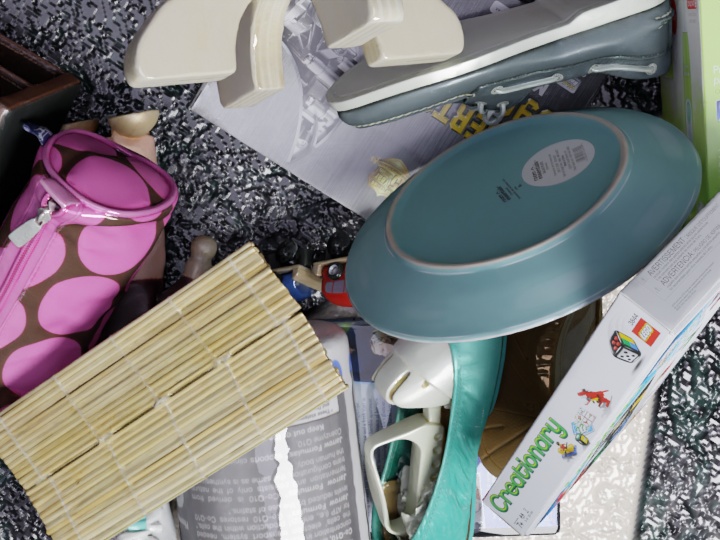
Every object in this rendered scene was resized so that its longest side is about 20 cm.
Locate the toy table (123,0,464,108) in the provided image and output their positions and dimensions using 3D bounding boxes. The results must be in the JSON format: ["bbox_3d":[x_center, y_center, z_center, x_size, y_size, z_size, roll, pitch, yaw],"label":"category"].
[{"bbox_3d":[-0.035,-0.158,0.825,0.200,0.184,0.117,-10,87,-17],"label":"toy table"}]

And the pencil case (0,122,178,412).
[{"bbox_3d":[-0.185,0.015,0.932,0.091,0.094,0.200,33,118,4],"label":"pencil case"}]

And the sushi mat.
[{"bbox_3d":[-0.111,0.075,0.902,0.200,0.012,0.096,-33,85,14],"label":"sushi mat"}]

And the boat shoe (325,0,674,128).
[{"bbox_3d":[0.082,-0.109,0.912,0.200,0.073,0.062,-19,117,-3],"label":"boat shoe"}]

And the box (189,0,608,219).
[{"bbox_3d":[0.023,-0.112,0.968,0.200,0.048,0.158,32,98,-9],"label":"box"}]

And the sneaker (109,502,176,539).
[{"bbox_3d":[-0.134,0.163,0.945,0.075,0.200,0.089,6,106,-17],"label":"sneaker"}]

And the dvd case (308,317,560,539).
[{"bbox_3d":[0.025,0.099,1.027,0.200,0.018,0.143,-2,100,1],"label":"dvd case"}]

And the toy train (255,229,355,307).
[{"bbox_3d":[0.000,0.000,0.956,0.200,0.034,0.046,-9,68,37],"label":"toy train"}]

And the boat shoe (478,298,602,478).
[{"bbox_3d":[0.109,0.026,0.972,0.074,0.069,0.200,16,109,32],"label":"boat shoe"}]

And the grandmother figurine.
[{"bbox_3d":[-0.148,0.007,0.997,0.121,0.061,0.200,-8,97,15],"label":"grandmother figurine"}]

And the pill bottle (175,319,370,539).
[{"bbox_3d":[-0.053,0.137,0.967,0.114,0.114,0.200,-6,98,2],"label":"pill bottle"}]

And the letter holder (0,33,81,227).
[{"bbox_3d":[-0.278,-0.052,0.944,0.142,0.101,0.200,31,111,4],"label":"letter holder"}]

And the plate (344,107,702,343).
[{"bbox_3d":[0.080,-0.036,0.863,0.200,0.200,0.026,-24,120,5],"label":"plate"}]

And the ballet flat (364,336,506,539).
[{"bbox_3d":[0.039,0.085,0.951,0.070,0.067,0.200,-7,114,-31],"label":"ballet flat"}]

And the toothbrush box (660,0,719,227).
[{"bbox_3d":[0.221,-0.111,0.925,0.086,0.146,0.200,-3,100,2],"label":"toothbrush box"}]

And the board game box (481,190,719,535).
[{"bbox_3d":[0.142,0.046,0.852,0.035,0.126,0.200,40,141,13],"label":"board game box"}]
